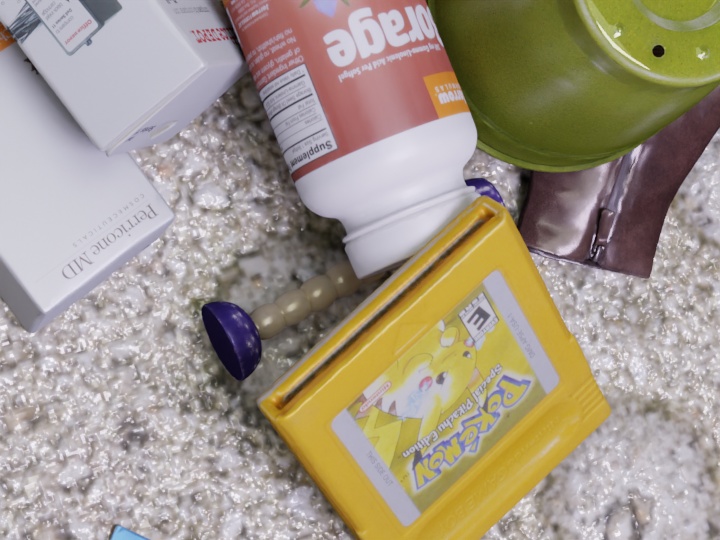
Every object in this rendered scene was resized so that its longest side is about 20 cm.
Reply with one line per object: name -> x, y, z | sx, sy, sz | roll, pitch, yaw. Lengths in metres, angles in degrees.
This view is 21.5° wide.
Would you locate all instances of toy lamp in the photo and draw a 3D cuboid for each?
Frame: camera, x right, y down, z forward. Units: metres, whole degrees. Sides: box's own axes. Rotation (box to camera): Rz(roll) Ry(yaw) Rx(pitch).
toy lamp -> 0.000, 0.000, 1.167 | 0.200, 0.058, 0.058 | -26, 87, -17

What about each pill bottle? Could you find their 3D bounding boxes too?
pill bottle -> 0.001, -0.103, 1.105 | 0.112, 0.112, 0.201 | -22, 88, -19

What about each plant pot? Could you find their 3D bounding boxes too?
plant pot -> 0.145, -0.162, 1.095 | 0.200, 0.193, 0.201 | 0, 90, -15

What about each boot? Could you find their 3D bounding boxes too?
boot -> 0.199, -0.077, 1.246 | 0.199, 0.072, 0.167 | 9, 88, -15

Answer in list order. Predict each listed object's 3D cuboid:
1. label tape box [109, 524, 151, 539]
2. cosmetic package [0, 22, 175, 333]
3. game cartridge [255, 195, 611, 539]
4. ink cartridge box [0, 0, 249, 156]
label tape box -> -0.110, 0.261, 1.074 | 0.144, 0.063, 0.201 | 25, 73, -11
cosmetic package -> -0.211, -0.075, 1.111 | 0.101, 0.071, 0.200 | -39, 91, -20
game cartridge -> 0.051, 0.080, 1.101 | 0.176, 0.032, 0.200 | -42, 133, -10
ink cartridge box -> -0.159, -0.173, 1.100 | 0.083, 0.147, 0.200 | -36, 91, 12
